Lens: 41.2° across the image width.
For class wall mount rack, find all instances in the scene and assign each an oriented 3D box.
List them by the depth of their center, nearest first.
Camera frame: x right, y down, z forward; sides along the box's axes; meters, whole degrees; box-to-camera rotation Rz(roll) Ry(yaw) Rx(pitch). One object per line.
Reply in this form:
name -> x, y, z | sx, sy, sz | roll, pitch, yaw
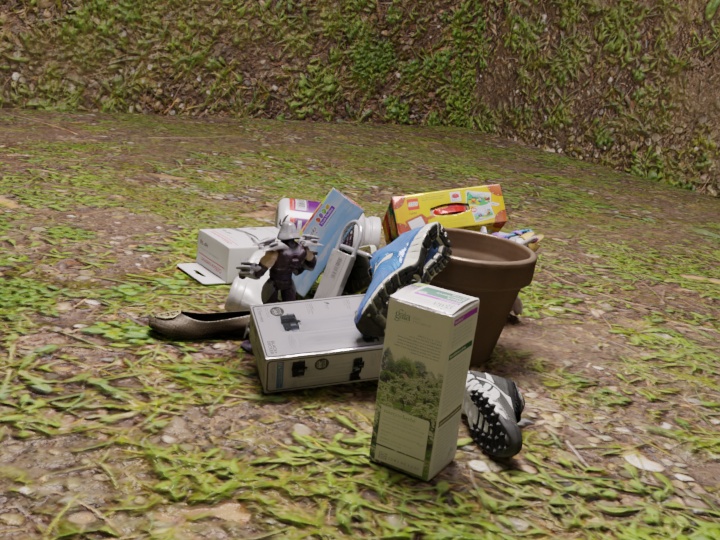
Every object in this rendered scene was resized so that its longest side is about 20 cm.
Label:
wall mount rack -> -0.028, 0.025, 1.429 | 0.074, 0.201, 0.174 | 22, 0, -26

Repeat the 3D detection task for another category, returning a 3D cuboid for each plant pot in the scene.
plant pot -> 0.151, 0.042, 1.435 | 0.199, 0.175, 0.200 | 7, 17, -2

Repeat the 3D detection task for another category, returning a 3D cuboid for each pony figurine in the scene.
pony figurine -> 0.206, 0.004, 1.611 | 0.199, 0.167, 0.193 | -24, -14, -8

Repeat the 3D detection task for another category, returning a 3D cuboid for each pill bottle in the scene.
pill bottle -> -0.065, -0.074, 1.845 | 0.199, 0.113, 0.112 | 6, 16, -9

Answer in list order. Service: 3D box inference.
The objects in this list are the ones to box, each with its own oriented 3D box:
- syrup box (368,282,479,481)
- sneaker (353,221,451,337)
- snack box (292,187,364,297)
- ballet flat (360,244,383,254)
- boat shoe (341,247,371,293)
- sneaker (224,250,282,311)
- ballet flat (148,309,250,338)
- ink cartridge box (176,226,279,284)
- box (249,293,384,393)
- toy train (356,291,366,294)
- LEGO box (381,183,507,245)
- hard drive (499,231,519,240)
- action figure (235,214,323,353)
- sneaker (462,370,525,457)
syrup box -> 0.071, 0.122, 1.072 | 0.078, 0.201, 0.081 | 15, 17, 26
sneaker -> 0.046, 0.016, 1.286 | 0.089, 0.079, 0.200 | -7, 34, 43
snack box -> -0.067, -0.050, 1.562 | 0.068, 0.169, 0.200 | 35, 2, -3
ballet flat -> 0.032, -0.010, 1.682 | 0.067, 0.067, 0.200 | -5, 8, -39
boat shoe -> 0.000, 0.000, 1.593 | 0.074, 0.076, 0.200 | -5, 0, -22
sneaker -> -0.156, 0.031, 1.542 | 0.088, 0.076, 0.200 | 21, 22, -1
ballet flat -> -0.206, 0.071, 1.391 | 0.199, 0.047, 0.067 | 3, 16, -17
ink cartridge box -> -0.211, -0.028, 1.694 | 0.199, 0.067, 0.116 | -4, 21, -38
box -> -0.040, 0.093, 1.270 | 0.199, 0.060, 0.117 | -6, 37, -16
toy train -> 0.022, 0.049, 1.605 | 0.046, 0.034, 0.200 | 17, 18, 40
LEGO box -> 0.150, -0.087, 1.753 | 0.199, 0.078, 0.149 | -8, -15, -9
hard drive -> 0.280, -0.056, 2.110 | 0.131, 0.025, 0.200 | 16, 18, 26
action figure -> -0.115, 0.019, 1.335 | 0.130, 0.201, 0.069 | -3, 19, -35
sneaker -> 0.173, 0.171, 1.197 | 0.090, 0.067, 0.200 | 1, 15, -15
